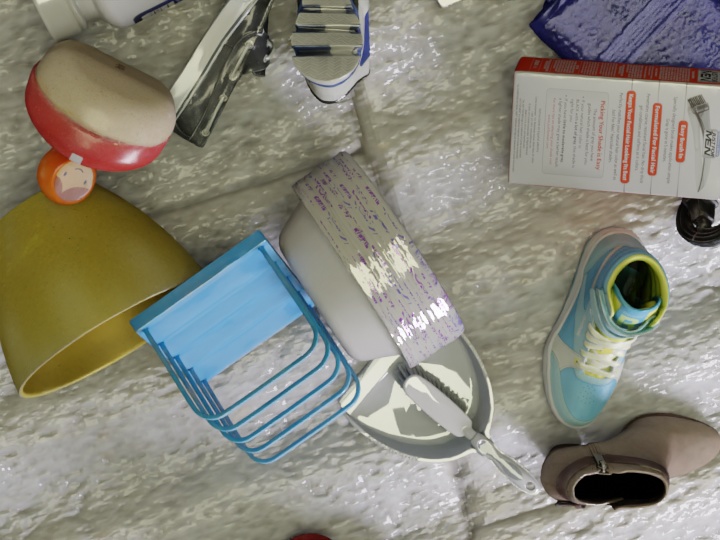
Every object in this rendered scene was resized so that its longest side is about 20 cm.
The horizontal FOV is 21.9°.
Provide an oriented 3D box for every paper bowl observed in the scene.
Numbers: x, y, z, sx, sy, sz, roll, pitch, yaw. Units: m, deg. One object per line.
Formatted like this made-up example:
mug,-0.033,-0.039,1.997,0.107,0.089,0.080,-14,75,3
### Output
paper bowl,0.000,0.000,1.693,0.104,0.201,0.201,-33,101,0

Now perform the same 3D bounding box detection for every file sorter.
file sorter,-0.093,0.078,1.679,0.138,0.200,0.123,-35,69,0

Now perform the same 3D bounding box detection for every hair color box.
hair color box,0.241,-0.134,1.736,0.198,0.064,0.112,6,111,10

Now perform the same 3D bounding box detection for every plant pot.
plant pot,-0.255,0.002,1.685,0.199,0.200,0.143,-31,81,-1

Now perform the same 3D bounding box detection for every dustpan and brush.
dustpan and brush,0.095,0.147,1.800,0.200,0.057,0.140,40,93,-11

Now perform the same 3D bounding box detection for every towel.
towel,0.275,-0.224,1.771,0.200,0.050,0.148,42,99,-12

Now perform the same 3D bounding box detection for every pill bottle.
pill bottle,-0.202,-0.287,1.664,0.199,0.120,0.120,-26,101,-2

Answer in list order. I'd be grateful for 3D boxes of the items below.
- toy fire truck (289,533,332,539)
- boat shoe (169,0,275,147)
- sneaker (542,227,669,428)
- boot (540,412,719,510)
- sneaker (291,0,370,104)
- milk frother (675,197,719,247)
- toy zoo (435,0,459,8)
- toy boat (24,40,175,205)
toy fire truck,-0.026,0.361,1.806,0.198,0.112,0.169,14,116,-8
boat shoe,-0.111,-0.205,1.713,0.068,0.072,0.201,34,96,-9
sneaker,0.233,0.064,1.768,0.079,0.131,0.202,11,98,-10
boot,0.268,0.191,1.784,0.198,0.146,0.071,-9,98,-6
sneaker,-0.027,-0.239,1.714,0.080,0.115,0.201,6,69,2
milk frother,0.436,-0.052,1.786,0.200,0.181,0.188,-30,105,43
toy zoo,0.093,-0.339,1.741,0.131,0.020,0.201,-34,101,-1
toy boat,-0.237,-0.118,1.613,0.130,0.200,0.131,25,97,-9
